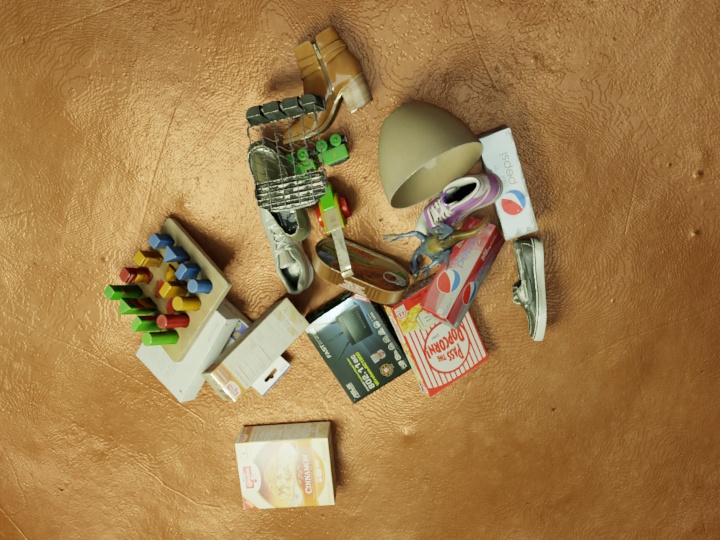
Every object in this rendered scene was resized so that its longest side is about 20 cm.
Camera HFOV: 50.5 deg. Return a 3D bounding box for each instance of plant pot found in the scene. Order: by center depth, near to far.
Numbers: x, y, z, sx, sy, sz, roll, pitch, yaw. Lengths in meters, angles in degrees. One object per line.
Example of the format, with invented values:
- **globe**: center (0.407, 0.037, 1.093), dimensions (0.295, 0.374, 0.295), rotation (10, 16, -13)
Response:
- **plant pot**: center (0.107, -0.226, 1.389), dimensions (0.198, 0.200, 0.137), rotation (-32, 75, 10)

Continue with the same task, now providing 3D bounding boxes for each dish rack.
- **dish rack**: center (-0.128, -0.209, 1.360), dimensions (0.149, 0.054, 0.206), rotation (-10, 84, 13)

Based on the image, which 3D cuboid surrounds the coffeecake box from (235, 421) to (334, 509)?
- **coffeecake box**: center (-0.155, 0.413, 1.613), dimensions (0.194, 0.073, 0.158), rotation (-4, 107, 4)

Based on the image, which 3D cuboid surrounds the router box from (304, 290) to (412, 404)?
- **router box**: center (-0.004, 0.146, 1.545), dimensions (0.148, 0.062, 0.202), rotation (-32, 102, 11)

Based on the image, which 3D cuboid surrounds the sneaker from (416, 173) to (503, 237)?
- **sneaker**: center (0.158, -0.123, 1.412), dimensions (0.199, 0.113, 0.074), rotation (-35, 74, 37)

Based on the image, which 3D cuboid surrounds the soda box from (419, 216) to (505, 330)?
- **soda box**: center (0.194, 0.003, 1.447), dimensions (0.069, 0.063, 0.203), rotation (23, 79, 37)

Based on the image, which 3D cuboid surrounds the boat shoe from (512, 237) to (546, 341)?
- **boat shoe**: center (0.329, 0.039, 1.502), dimensions (0.062, 0.071, 0.206), rotation (-4, 98, 3)

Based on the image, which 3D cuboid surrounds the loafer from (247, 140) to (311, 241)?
- **loafer**: center (-0.151, -0.148, 1.417), dimensions (0.074, 0.070, 0.203), rotation (-28, 95, 10)

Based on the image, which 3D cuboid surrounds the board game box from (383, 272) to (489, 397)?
- **board game box**: center (0.152, 0.123, 1.514), dimensions (0.149, 0.046, 0.204), rotation (-30, 105, -15)

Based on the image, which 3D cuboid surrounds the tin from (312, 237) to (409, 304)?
- **tin**: center (0.000, 0.000, 1.477), dimensions (0.196, 0.113, 0.043), rotation (23, 128, 2)

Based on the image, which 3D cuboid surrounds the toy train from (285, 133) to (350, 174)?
- **toy train**: center (-0.111, -0.202, 1.460), dimensions (0.196, 0.042, 0.058), rotation (-22, 90, 8)

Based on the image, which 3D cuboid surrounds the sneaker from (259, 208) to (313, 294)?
- **sneaker**: center (-0.145, -0.048, 1.483), dimensions (0.074, 0.092, 0.204), rotation (-21, 103, 8)

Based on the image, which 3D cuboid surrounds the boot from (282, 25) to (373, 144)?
- **boot**: center (-0.089, -0.338, 1.411), dimensions (0.197, 0.077, 0.158), rotation (-28, 98, 17)

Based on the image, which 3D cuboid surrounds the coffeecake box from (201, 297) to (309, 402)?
- **coffeecake box**: center (-0.205, 0.154, 1.467), dimensions (0.073, 0.153, 0.200), rotation (47, 71, -7)

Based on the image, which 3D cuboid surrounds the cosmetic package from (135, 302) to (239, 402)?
- **cosmetic package**: center (-0.349, 0.135, 1.530), dimensions (0.150, 0.051, 0.203), rotation (39, 106, 25)

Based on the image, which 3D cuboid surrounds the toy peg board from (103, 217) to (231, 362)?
- **toy peg board**: center (-0.383, 0.037, 1.469), dimensions (0.200, 0.097, 0.201), rotation (43, 107, 21)

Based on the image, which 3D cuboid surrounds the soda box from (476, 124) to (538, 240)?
- **soda box**: center (0.276, -0.167, 1.447), dimensions (0.066, 0.064, 0.205), rotation (-17, 103, 8)

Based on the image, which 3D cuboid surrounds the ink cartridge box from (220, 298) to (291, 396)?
- **ink cartridge box**: center (-0.242, 0.158, 1.574), dimensions (0.200, 0.037, 0.095), rotation (44, 102, -7)

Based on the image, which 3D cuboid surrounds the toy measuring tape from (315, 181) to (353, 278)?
- **toy measuring tape**: center (-0.042, -0.077, 1.460), dimensions (0.072, 0.074, 0.205), rotation (-19, 72, 8)

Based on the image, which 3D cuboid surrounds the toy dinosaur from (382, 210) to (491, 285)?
- **toy dinosaur**: center (0.145, -0.033, 1.436), dimensions (0.194, 0.182, 0.108), rotation (-12, 88, -1)
